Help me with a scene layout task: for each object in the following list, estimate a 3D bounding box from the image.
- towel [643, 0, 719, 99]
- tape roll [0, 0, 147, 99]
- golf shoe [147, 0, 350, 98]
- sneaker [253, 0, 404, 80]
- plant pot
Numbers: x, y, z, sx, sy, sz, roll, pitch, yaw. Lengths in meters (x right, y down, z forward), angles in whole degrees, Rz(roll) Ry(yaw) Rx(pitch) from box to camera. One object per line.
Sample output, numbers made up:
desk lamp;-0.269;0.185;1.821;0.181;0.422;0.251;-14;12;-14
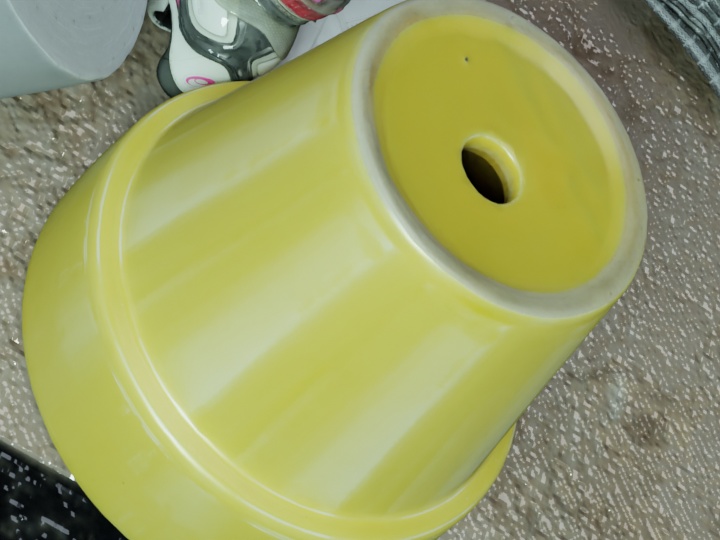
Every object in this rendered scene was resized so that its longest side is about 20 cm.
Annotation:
towel;0.234;-0.151;1.155;0.200;0.085;0.166;47;48;-6
tape roll;-0.144;-0.165;0.810;0.200;0.066;0.202;-8;90;-76
golf shoe;-0.065;-0.151;0.930;0.073;0.092;0.201;40;22;-31
sneaker;0.022;-0.119;0.987;0.115;0.074;0.201;36;58;-17
plant pot;0.000;0.000;0.813;0.199;0.189;0.202;17;56;-27
